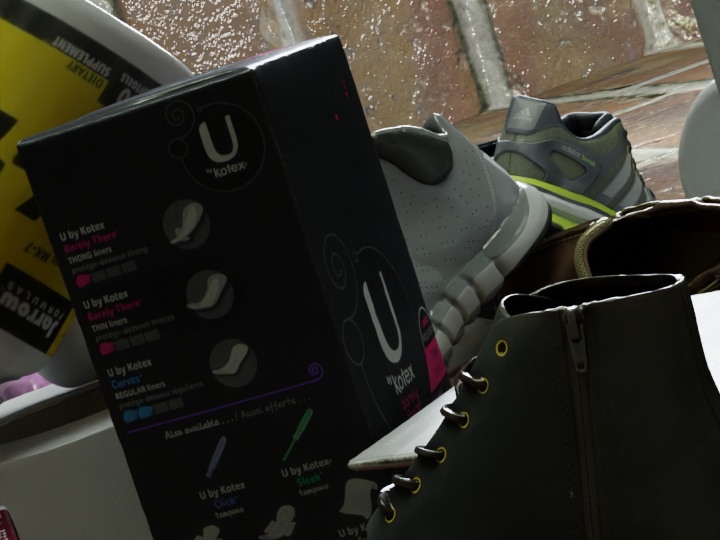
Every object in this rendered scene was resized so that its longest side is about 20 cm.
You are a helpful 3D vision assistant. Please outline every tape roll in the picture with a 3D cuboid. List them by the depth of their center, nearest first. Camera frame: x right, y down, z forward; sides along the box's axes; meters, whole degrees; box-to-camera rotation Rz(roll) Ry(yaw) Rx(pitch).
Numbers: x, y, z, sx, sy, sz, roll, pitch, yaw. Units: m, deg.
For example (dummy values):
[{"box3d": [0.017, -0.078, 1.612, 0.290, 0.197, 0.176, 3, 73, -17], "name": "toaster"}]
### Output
[{"box3d": [-0.131, 0.098, 1.052, 0.202, 0.071, 0.202, -18, 6, 2], "name": "tape roll"}]

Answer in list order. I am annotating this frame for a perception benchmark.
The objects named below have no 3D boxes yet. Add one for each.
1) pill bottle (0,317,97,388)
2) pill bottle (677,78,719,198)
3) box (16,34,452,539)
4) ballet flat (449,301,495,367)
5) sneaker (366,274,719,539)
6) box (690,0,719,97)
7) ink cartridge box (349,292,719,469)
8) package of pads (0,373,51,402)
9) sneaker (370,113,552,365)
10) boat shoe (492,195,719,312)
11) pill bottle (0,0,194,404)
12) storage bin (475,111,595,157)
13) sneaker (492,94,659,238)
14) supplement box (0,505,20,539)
[{"box3d": [-0.116, -0.010, 1.110, 0.199, 0.110, 0.109, -22, 8, -25], "name": "pill bottle"}, {"box3d": [0.272, -0.082, 1.235, 0.112, 0.113, 0.200, -12, 9, 41], "name": "pill bottle"}, {"box3d": [-0.039, 0.019, 0.884, 0.106, 0.201, 0.122, -16, 8, 18], "name": "box"}, {"box3d": [0.036, 0.015, 1.221, 0.199, 0.069, 0.068, 5, 9, 30], "name": "ballet flat"}, {"box3d": [0.031, 0.067, 0.717, 0.199, 0.107, 0.075, -16, 7, 20], "name": "sneaker"}, {"box3d": [0.269, -0.092, 0.957, 0.200, 0.200, 0.131, -23, 8, -34], "name": "box"}, {"box3d": [0.118, 0.049, 0.831, 0.176, 0.045, 0.200, -14, 8, 30], "name": "ink cartridge box"}, {"box3d": [-0.142, 0.069, 1.289, 0.120, 0.076, 0.200, -7, 13, 47], "name": "package of pads"}, {"box3d": [0.000, 0.000, 1.073, 0.200, 0.116, 0.075, -51, 12, -33], "name": "sneaker"}, {"box3d": [0.129, -0.004, 1.061, 0.075, 0.075, 0.202, 24, -23, -37], "name": "boat shoe"}, {"box3d": [-0.166, -0.025, 0.980, 0.201, 0.114, 0.114, -61, 13, -4], "name": "pill bottle"}, {"box3d": [0.078, -0.024, 1.373, 0.135, 0.094, 0.200, -15, 8, 24], "name": "storage bin"}, {"box3d": [0.139, -0.046, 1.241, 0.074, 0.081, 0.200, 6, -5, 34], "name": "sneaker"}, {"box3d": [-0.165, 0.146, 0.807, 0.108, 0.061, 0.200, -19, 8, -11], "name": "supplement box"}]
